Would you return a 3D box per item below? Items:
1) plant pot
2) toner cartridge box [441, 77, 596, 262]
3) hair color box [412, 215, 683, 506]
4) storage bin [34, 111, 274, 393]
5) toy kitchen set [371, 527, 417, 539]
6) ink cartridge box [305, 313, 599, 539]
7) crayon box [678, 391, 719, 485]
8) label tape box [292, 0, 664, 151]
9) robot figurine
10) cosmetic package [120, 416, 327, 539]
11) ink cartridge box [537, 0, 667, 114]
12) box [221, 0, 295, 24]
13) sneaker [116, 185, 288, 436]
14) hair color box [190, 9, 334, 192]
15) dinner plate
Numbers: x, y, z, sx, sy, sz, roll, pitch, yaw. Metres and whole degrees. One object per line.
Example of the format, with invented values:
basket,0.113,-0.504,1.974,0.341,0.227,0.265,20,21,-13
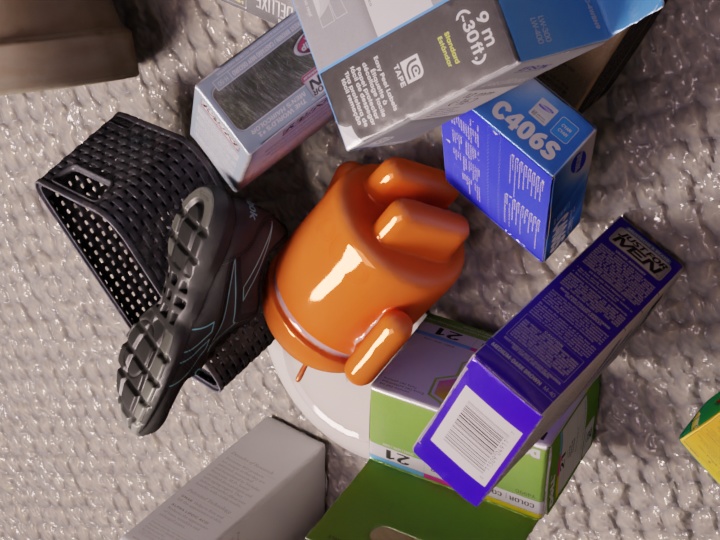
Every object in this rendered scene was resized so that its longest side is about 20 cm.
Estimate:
plant pot,-0.285,-0.226,1.281,0.199,0.200,0.174,0,101,40
toner cartridge box,0.101,-0.074,1.067,0.095,0.043,0.200,40,172,12
hair color box,0.128,0.058,1.097,0.065,0.200,0.109,41,136,13
storage bin,-0.153,-0.015,1.304,0.135,0.094,0.200,24,150,48
toy kitchen set,-0.008,0.324,1.412,0.180,0.163,0.200,44,137,7
ink cartridge box,0.070,0.133,1.185,0.147,0.200,0.076,17,127,22
crayon box,0.327,0.146,1.094,0.200,0.058,0.119,47,137,4
label tape box,0.055,-0.171,0.921,0.200,0.066,0.144,-24,83,40
robot figurine,0.000,-0.001,1.221,0.144,0.117,0.200,50,130,9
cosmetic package,-0.115,0.225,1.408,0.074,0.200,0.102,23,129,26
ink cartridge box,0.100,-0.214,1.032,0.200,0.075,0.165,41,134,11
box,-0.079,-0.268,1.163,0.200,0.050,0.158,26,131,25
sneaker,-0.117,0.038,1.209,0.075,0.079,0.201,45,114,51
hair color box,-0.063,-0.118,1.144,0.061,0.099,0.200,52,172,-1
dinner plate,-0.006,0.081,1.353,0.200,0.024,0.201,20,128,27
